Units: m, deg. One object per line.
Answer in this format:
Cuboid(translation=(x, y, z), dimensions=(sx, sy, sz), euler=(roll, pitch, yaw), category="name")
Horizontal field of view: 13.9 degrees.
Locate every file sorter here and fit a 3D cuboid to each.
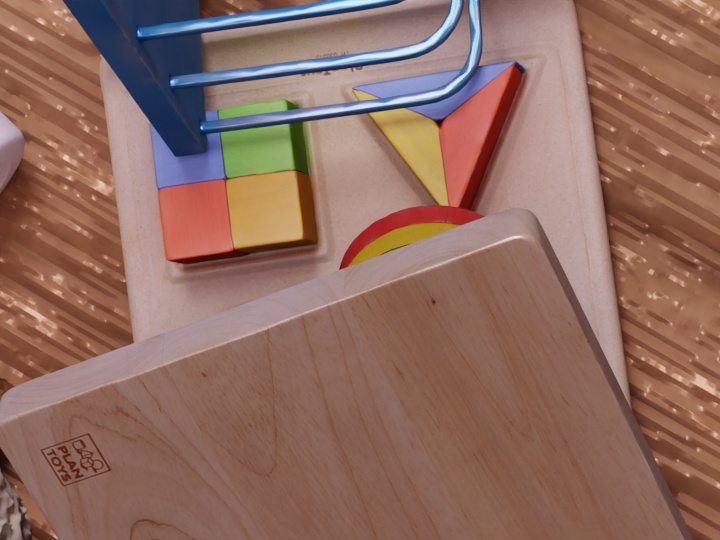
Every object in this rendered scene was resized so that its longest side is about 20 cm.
Cuboid(translation=(-0.034, -0.143, 1.012), dimensions=(0.122, 0.200, 0.139), euler=(-7, 72, 8), category="file sorter")

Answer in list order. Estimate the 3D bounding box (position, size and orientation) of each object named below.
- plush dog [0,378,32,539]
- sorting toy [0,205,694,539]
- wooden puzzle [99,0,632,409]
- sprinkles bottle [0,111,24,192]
Cuboid(translation=(-0.165, 0.144, 1.103), dimensions=(0.199, 0.160, 0.172), euler=(-6, 105, 37), category="plush dog")
Cuboid(translation=(0.005, 0.076, 1.048), dimensions=(0.198, 0.070, 0.200), euler=(-20, 122, 13), category="sorting toy")
Cuboid(translation=(0.000, 0.000, 1.101), dimensions=(0.185, 0.046, 0.201), euler=(-8, 90, 9), category="wooden puzzle")
Cuboid(translation=(-0.221, -0.091, 1.126), dimensions=(0.200, 0.068, 0.068), euler=(42, 97, 7), category="sprinkles bottle")
